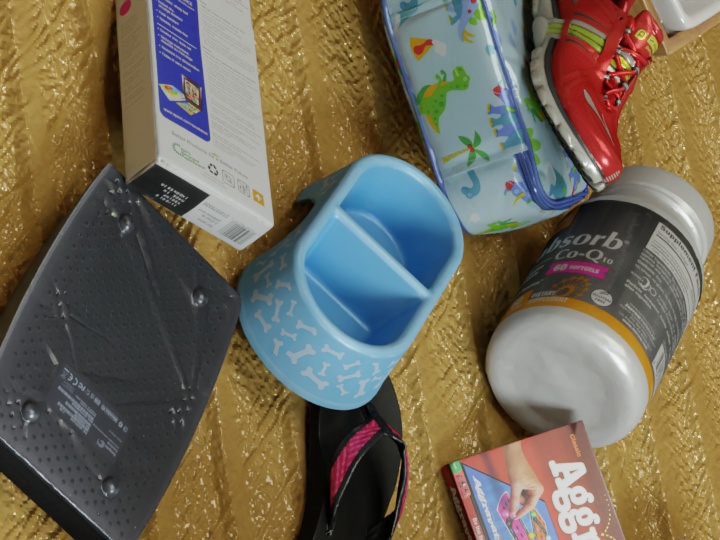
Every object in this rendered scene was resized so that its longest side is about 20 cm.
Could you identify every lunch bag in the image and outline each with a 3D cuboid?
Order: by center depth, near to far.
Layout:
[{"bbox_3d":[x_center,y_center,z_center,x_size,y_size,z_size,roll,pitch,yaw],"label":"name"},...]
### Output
[{"bbox_3d":[0.087,-0.128,1.679,0.161,0.082,0.201,-4,76,-72],"label":"lunch bag"}]

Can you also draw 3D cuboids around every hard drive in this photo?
[{"bbox_3d":[-0.147,0.051,1.387,0.135,0.042,0.200,46,43,-25],"label":"hard drive"}]

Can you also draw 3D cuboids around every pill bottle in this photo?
[{"bbox_3d":[0.171,0.021,1.703,0.117,0.116,0.200,52,41,-18],"label":"pill bottle"}]

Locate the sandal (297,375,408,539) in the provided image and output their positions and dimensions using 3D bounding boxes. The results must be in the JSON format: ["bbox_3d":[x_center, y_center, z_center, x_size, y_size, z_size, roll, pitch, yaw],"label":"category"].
[{"bbox_3d":[0.001,0.138,1.511,0.075,0.045,0.201,34,50,-32],"label":"sandal"}]

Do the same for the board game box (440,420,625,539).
[{"bbox_3d":[0.133,0.207,1.605,0.103,0.019,0.201,-16,81,-23],"label":"board game box"}]

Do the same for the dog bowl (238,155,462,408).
[{"bbox_3d":[0.000,0.000,1.543,0.111,0.050,0.200,43,38,-7],"label":"dog bowl"}]

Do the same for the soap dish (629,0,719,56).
[{"bbox_3d":[0.238,-0.262,1.934,0.200,0.081,0.158,-33,99,-50],"label":"soap dish"}]

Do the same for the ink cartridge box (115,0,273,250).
[{"bbox_3d":[-0.103,-0.113,1.498,0.095,0.037,0.201,30,39,-37],"label":"ink cartridge box"}]

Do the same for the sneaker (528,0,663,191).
[{"bbox_3d":[0.160,-0.139,1.633,0.200,0.085,0.077,-91,155,-43],"label":"sneaker"}]
